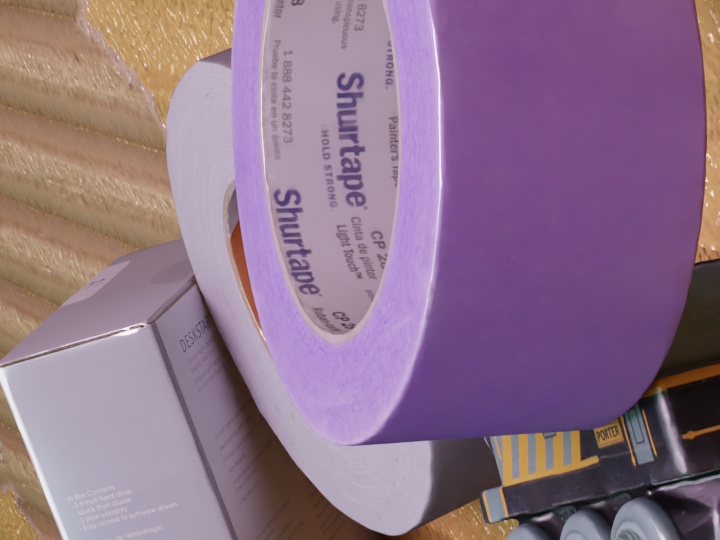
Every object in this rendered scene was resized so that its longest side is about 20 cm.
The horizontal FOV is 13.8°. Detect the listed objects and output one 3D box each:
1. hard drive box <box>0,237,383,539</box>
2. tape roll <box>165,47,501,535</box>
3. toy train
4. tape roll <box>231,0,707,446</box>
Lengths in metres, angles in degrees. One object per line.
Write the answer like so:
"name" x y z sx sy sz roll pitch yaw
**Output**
"hard drive box" -0.063 0.097 1.287 0.156 0.077 0.200 -46 -61 -67
"tape roll" 0.000 0.000 1.156 0.200 0.066 0.200 49 153 36
"toy train" 0.095 0.063 0.990 0.200 0.085 0.114 151 106 -71
"tape roll" 0.028 -0.047 0.925 0.200 0.085 0.200 177 90 -70
